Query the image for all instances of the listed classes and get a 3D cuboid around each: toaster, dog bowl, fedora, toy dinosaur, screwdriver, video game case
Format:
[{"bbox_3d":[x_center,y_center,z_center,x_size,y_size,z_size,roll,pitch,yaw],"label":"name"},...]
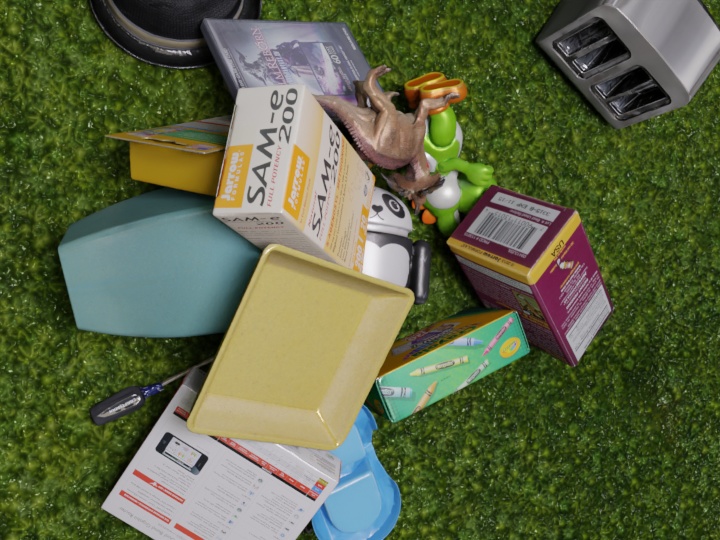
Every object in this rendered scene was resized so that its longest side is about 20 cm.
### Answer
[{"bbox_3d":[0.360,-0.300,0.955,0.181,0.200,0.119,42,73,-15],"label":"toaster"},{"bbox_3d":[-0.025,0.236,0.866,0.111,0.050,0.201,-22,105,-13],"label":"dog bowl"},{"bbox_3d":[-0.202,-0.326,0.811,0.199,0.092,0.202,0,90,-19],"label":"fedora"},{"bbox_3d":[0.032,-0.140,0.801,0.199,0.086,0.137,10,87,-40],"label":"toy dinosaur"},{"bbox_3d":[-0.213,0.127,0.836,0.199,0.028,0.029,-22,68,-15],"label":"screwdriver"},{"bbox_3d":[-0.069,-0.230,0.837,0.199,0.019,0.144,-13,68,-38],"label":"video game case"}]

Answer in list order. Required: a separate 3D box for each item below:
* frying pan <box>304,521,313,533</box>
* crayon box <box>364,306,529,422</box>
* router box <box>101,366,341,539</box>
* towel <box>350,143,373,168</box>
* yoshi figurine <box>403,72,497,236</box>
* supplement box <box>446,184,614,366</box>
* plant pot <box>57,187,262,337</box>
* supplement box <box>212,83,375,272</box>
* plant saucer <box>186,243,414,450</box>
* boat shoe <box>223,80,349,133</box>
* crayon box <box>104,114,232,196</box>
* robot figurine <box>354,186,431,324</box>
[{"bbox_3d":[-0.070,0.217,0.891,0.114,0.031,0.191,26,78,-16],"label":"frying pan"},{"bbox_3d":[0.093,0.111,0.898,0.199,0.119,0.059,-23,97,-18],"label":"crayon box"},{"bbox_3d":[-0.152,0.234,0.799,0.199,0.049,0.180,34,103,-8],"label":"router box"},{"bbox_3d":[-0.038,-0.118,0.875,0.199,0.086,0.018,-35,75,-16],"label":"towel"},{"bbox_3d":[0.122,-0.144,0.914,0.112,0.111,0.201,-44,131,-47],"label":"yoshi figurine"},{"bbox_3d":[0.214,0.008,0.895,0.103,0.131,0.200,-50,134,-14],"label":"supplement box"},{"bbox_3d":[-0.205,-0.012,0.772,0.198,0.141,0.142,-9,111,-11],"label":"plant pot"},{"bbox_3d":[-0.055,-0.076,0.717,0.073,0.200,0.127,2,73,22],"label":"supplement box"},{"bbox_3d":[-0.064,0.079,0.746,0.199,0.048,0.201,19,100,-40],"label":"plant saucer"},{"bbox_3d":[-0.066,-0.211,0.882,0.199,0.063,0.074,22,53,-19],"label":"boat shoe"},{"bbox_3d":[-0.148,-0.122,0.759,0.200,0.125,0.052,-30,129,-58],"label":"crayon box"},{"bbox_3d":[-0.001,0.000,0.862,0.150,0.124,0.202,9,86,-59],"label":"robot figurine"}]
